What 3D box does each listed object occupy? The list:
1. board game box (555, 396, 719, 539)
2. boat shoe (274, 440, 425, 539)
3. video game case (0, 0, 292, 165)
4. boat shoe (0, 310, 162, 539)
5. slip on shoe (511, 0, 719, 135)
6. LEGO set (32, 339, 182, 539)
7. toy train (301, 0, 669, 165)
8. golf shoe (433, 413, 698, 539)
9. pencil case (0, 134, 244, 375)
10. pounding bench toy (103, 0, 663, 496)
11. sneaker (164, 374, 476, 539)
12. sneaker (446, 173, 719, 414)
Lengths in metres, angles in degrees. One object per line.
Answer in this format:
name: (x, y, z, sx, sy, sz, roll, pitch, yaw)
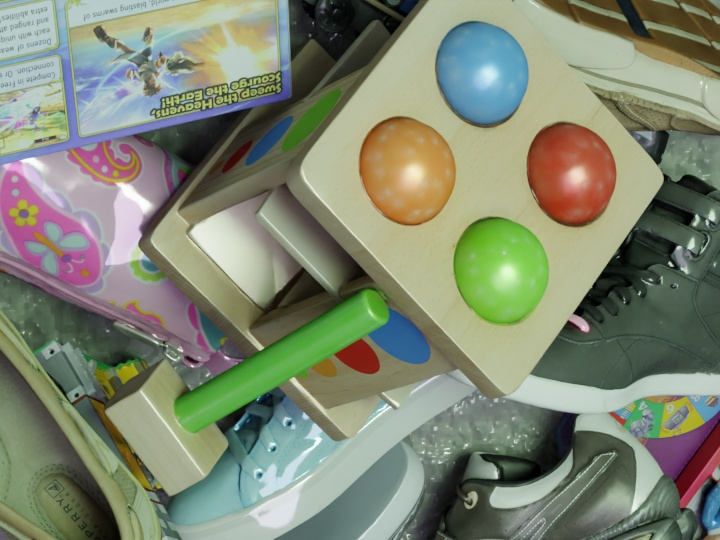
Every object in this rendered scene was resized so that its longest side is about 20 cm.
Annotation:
board game box: (0.184, 0.125, 1.195, 0.157, 0.039, 0.202, -14, 113, -6)
boat shoe: (-0.034, 0.163, 1.155, 0.200, 0.070, 0.066, -47, 128, 6)
video game case: (-0.127, -0.129, 0.920, 0.198, 0.046, 0.182, -14, 129, -16)
boat shoe: (-0.158, 0.051, 0.970, 0.073, 0.063, 0.201, -41, 79, -11)
slip on shoe: (0.113, -0.089, 1.066, 0.199, 0.076, 0.061, 12, 133, -43)
LEGO set: (-0.147, 0.125, 1.058, 0.199, 0.154, 0.116, -31, 76, -5)
toy train: (0.056, -0.095, 1.088, 0.199, 0.034, 0.046, 27, 100, -20)
golf shoe: (0.060, 0.139, 1.168, 0.199, 0.078, 0.095, -31, 83, 13)
pencil case: (-0.129, -0.027, 1.048, 0.199, 0.088, 0.088, 25, 104, -19)
pounding bench toy: (0.000, 0.000, 0.969, 0.124, 0.156, 0.200, 46, 61, -15)
sneaker: (-0.019, 0.047, 1.110, 0.199, 0.074, 0.082, -37, 112, -9)
sneaker: (0.115, 0.006, 1.083, 0.199, 0.070, 0.100, -4, 110, -43)
